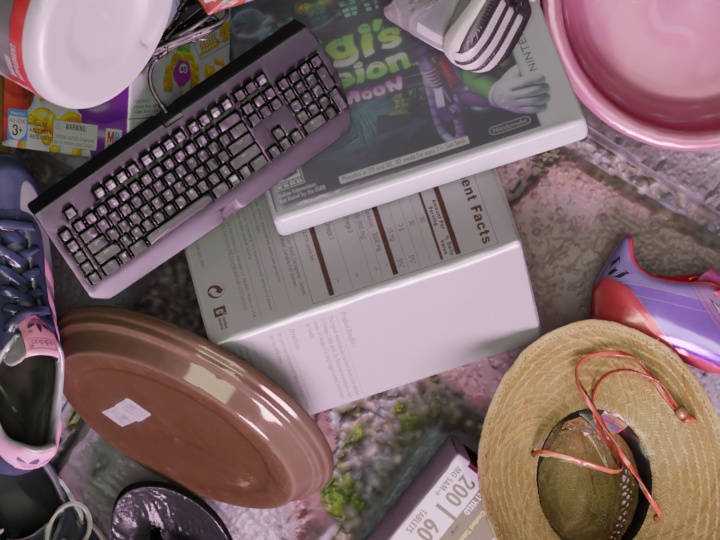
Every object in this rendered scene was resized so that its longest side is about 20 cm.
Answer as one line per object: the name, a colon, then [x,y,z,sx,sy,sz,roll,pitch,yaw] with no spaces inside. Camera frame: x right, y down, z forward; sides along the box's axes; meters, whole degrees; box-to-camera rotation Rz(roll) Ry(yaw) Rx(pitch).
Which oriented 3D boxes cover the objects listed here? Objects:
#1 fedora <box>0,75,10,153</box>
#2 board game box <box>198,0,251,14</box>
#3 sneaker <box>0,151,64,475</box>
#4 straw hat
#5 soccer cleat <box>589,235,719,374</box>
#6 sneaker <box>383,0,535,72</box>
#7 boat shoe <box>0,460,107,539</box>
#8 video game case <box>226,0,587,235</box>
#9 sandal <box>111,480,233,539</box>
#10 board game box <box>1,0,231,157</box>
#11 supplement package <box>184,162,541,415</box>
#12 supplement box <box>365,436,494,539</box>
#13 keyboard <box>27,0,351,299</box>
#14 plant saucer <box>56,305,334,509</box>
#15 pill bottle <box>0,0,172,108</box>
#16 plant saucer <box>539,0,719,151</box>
fedora: [-0.309,-0.104,1.527,0.200,0.082,0.201,0,92,-4]
board game box: [-0.056,-0.220,1.462,0.019,0.200,0.103,-36,84,37]
sneaker: [-0.206,0.025,1.471,0.070,0.082,0.201,-4,90,-32]
straw hat: [0.140,0.139,1.540,0.201,0.085,0.202,9,68,-24]
soccer cleat: [0.248,0.040,1.585,0.200,0.067,0.077,18,93,-2]
sneaker: [0.077,-0.229,1.490,0.115,0.075,0.200,28,82,32]
boat shoe: [-0.213,0.164,1.583,0.075,0.062,0.200,-21,99,2]
video game case: [0.021,-0.127,1.509,0.200,0.023,0.182,-18,57,1]
sandal: [-0.106,0.230,1.591,0.075,0.048,0.201,-19,108,7]
board game box: [-0.149,-0.174,1.493,0.103,0.105,0.201,9,100,32]
supplement package: [0.000,0.000,1.518,0.200,0.117,0.117,-18,55,0]
supplement box: [0.106,0.216,1.606,0.200,0.061,0.109,38,94,-8]
keyboard: [-0.109,-0.084,1.436,0.200,0.021,0.127,-36,108,-9]
plant saucer: [-0.111,0.092,1.515,0.200,0.200,0.030,33,65,-7]
pill bottle: [-0.216,-0.182,1.405,0.200,0.114,0.114,28,99,30]
plant saucer: [0.211,-0.179,1.548,0.200,0.051,0.201,-1,99,-7]
